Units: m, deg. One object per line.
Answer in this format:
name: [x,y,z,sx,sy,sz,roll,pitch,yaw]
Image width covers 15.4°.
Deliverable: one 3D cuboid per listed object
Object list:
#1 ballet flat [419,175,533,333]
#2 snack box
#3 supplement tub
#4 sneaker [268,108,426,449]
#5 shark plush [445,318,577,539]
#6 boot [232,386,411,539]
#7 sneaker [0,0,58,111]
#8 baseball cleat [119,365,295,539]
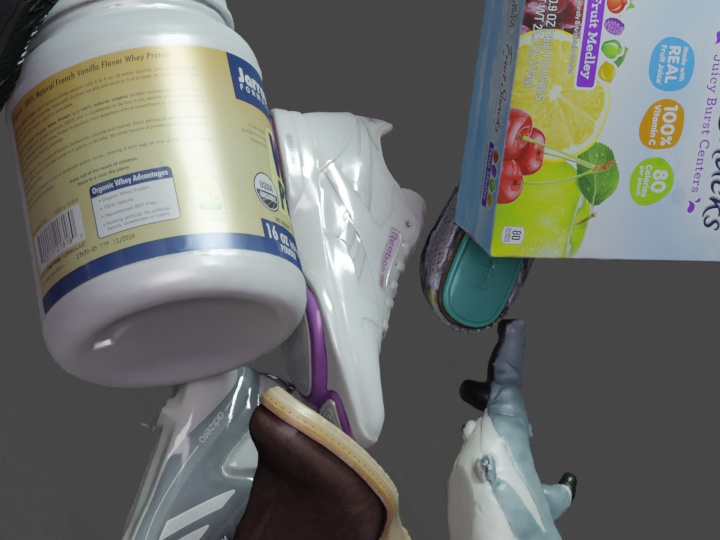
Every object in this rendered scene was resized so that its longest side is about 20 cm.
ballet flat: [0.089,-0.062,1.523,0.072,0.072,0.201,28,93,-4]
snack box: [0.164,-0.093,1.459,0.200,0.068,0.169,0,110,-19]
supplement tub: [-0.115,-0.052,1.444,0.144,0.144,0.200,-9,68,-9]
sneaker: [0.000,0.000,1.496,0.099,0.075,0.200,-4,75,-21]
shark plush: [0.088,0.132,1.527,0.083,0.091,0.200,4,61,-27]
boot: [-0.052,0.169,1.425,0.072,0.200,0.166,34,73,35]
sneaker: [-0.219,-0.143,1.396,0.104,0.060,0.200,36,114,8]
baseball cleat: [-0.087,0.148,1.478,0.106,0.070,0.200,18,82,-5]
